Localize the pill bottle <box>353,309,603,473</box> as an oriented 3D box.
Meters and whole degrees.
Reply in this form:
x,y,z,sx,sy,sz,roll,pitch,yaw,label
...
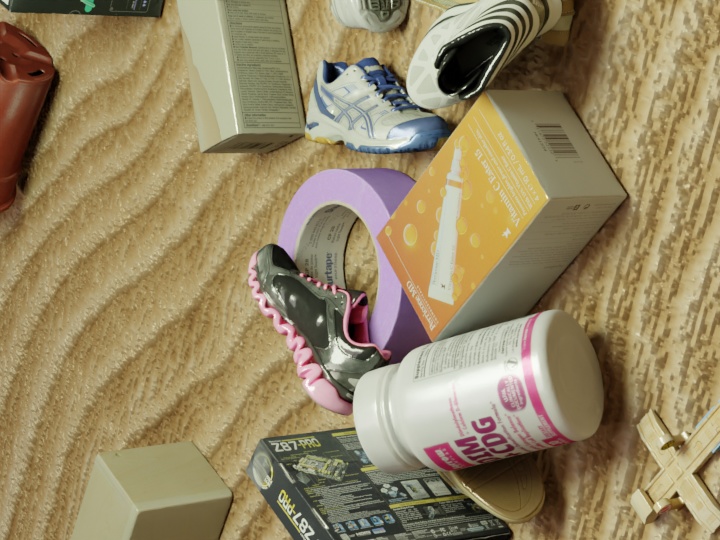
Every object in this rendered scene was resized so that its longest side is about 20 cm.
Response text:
x,y,z,sx,sy,sz,roll,pitch,yaw,label
0.101,0.112,1.554,0.199,0.113,0.114,-18,78,31,pill bottle

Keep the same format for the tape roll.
x,y,z,sx,sy,sz,roll,pitch,yaw,label
0.000,0.000,1.756,0.200,0.065,0.201,6,97,50,tape roll

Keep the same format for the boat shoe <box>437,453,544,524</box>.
x,y,z,sx,sy,sz,roll,pitch,yaw,label
0.104,0.170,1.646,0.200,0.071,0.065,46,163,41,boat shoe

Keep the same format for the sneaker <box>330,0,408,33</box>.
x,y,z,sx,sy,sz,roll,pitch,yaw,label
-0.011,-0.330,1.738,0.099,0.078,0.201,3,94,55,sneaker

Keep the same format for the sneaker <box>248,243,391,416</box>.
x,y,z,sx,sy,sz,roll,pitch,yaw,label
-0.034,0.040,1.709,0.095,0.079,0.200,-44,58,18,sneaker

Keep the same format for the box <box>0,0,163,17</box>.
x,y,z,sx,sy,sz,roll,pitch,yaw,label
-0.333,-0.373,2.036,0.148,0.199,0.125,40,123,42,box

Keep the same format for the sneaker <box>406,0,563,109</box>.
x,y,z,sx,sy,sz,roll,pitch,yaw,label
0.078,-0.181,1.539,0.076,0.115,0.200,51,142,-3,sneaker

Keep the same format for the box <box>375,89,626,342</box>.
x,y,z,sx,sy,sz,roll,pitch,yaw,label
0.120,-0.047,1.575,0.200,0.097,0.125,-54,53,39,box

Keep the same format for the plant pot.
x,y,z,sx,sy,sz,roll,pitch,yaw,label
-0.495,-0.208,2.273,0.201,0.200,0.196,52,122,35,plant pot

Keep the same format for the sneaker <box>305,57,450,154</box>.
x,y,z,sx,sy,sz,roll,pitch,yaw,label
0.011,-0.160,1.721,0.199,0.075,0.089,15,104,49,sneaker

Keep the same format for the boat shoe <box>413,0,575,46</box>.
x,y,z,sx,sy,sz,roll,pitch,yaw,label
0.109,-0.234,1.603,0.200,0.071,0.077,19,119,49,boat shoe

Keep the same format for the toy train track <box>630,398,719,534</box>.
x,y,z,sx,sy,sz,roll,pitch,yaw,label
0.274,0.137,1.447,0.115,0.032,0.200,58,132,31,toy train track

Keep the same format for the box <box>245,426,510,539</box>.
x,y,z,sx,sy,sz,roll,pitch,yaw,label
0.017,0.212,1.641,0.161,0.199,0.049,51,129,35,box

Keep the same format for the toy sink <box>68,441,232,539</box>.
x,y,z,sx,sy,sz,roll,pitch,yaw,label
-0.250,0.308,2.041,0.112,0.130,0.201,45,126,40,toy sink

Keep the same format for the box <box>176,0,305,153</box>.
x,y,z,sx,sy,sz,roll,pitch,yaw,label
-0.128,-0.229,1.877,0.078,0.095,0.201,-20,76,51,box
